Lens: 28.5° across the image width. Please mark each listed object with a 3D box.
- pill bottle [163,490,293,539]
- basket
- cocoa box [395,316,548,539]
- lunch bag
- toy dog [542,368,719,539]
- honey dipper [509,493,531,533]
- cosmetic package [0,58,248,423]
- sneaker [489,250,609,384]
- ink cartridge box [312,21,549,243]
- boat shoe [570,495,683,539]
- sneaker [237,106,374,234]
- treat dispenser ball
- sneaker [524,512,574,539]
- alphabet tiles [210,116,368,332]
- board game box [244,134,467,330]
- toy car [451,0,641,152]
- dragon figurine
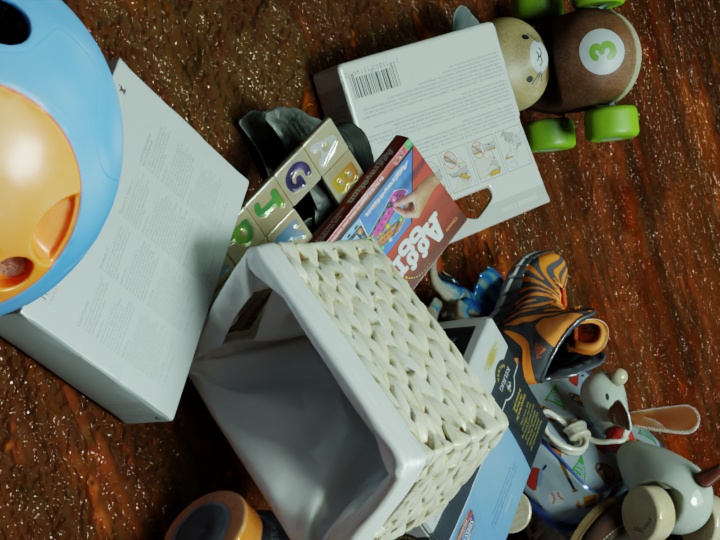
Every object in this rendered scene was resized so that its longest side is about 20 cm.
[{"bbox_3d":[-0.061,0.246,1.022,0.201,0.106,0.107,55,44,-33],"label":"pill bottle"},{"bbox_3d":[-0.010,0.088,1.000,0.123,0.136,0.201,-9,54,-43],"label":"basket"},{"bbox_3d":[0.051,0.158,1.172,0.132,0.132,0.201,57,42,-32],"label":"cocoa box"},{"bbox_3d":[0.198,0.163,1.383,0.160,0.076,0.199,43,27,21],"label":"lunch bag"},{"bbox_3d":[0.266,0.158,1.279,0.131,0.097,0.200,-10,52,-49],"label":"toy dog"},{"bbox_3d":[0.133,0.220,1.293,0.200,0.038,0.038,69,20,-79],"label":"honey dipper"},{"bbox_3d":[-0.163,-0.018,0.974,0.151,0.051,0.201,46,49,-43],"label":"cosmetic package"},{"bbox_3d":[0.179,0.048,1.291,0.200,0.111,0.078,-54,132,-47],"label":"sneaker"},{"bbox_3d":[0.067,-0.116,1.269,0.199,0.045,0.178,-22,96,-39],"label":"ink cartridge box"},{"bbox_3d":[0.255,0.245,1.305,0.199,0.070,0.071,-17,123,-53],"label":"boat shoe"},{"bbox_3d":[-0.029,-0.045,1.166,0.104,0.060,0.202,-28,110,-44],"label":"sneaker"},{"bbox_3d":[-0.228,-0.070,0.764,0.200,0.200,0.203,14,73,-53],"label":"treat dispenser ball"},{"bbox_3d":[0.186,0.257,1.374,0.087,0.074,0.200,45,16,-22],"label":"sneaker"},{"bbox_3d":[-0.033,0.007,1.130,0.167,0.008,0.201,-48,128,-18],"label":"alphabet tiles"},{"bbox_3d":[0.000,0.000,1.139,0.200,0.019,0.103,-52,130,-15],"label":"board game box"},{"bbox_3d":[0.164,-0.206,1.402,0.199,0.157,0.166,-5,89,-43],"label":"toy car"},{"bbox_3d":[0.101,0.033,1.329,0.100,0.058,0.201,-59,134,-44],"label":"dragon figurine"}]
